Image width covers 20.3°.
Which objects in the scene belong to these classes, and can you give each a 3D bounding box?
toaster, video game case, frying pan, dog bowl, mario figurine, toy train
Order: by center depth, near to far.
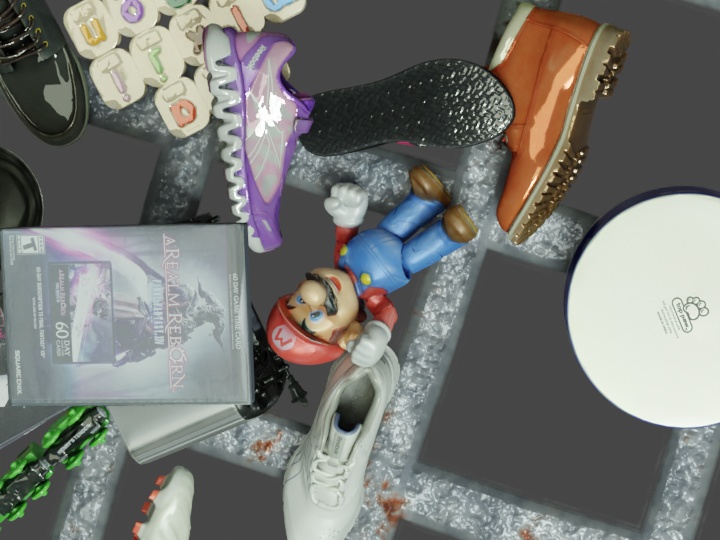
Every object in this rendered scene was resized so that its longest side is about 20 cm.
[{"bbox_3d":[-0.184,0.035,1.584,0.199,0.019,0.143,-1,96,11],"label":"video game case"},{"bbox_3d":[-0.148,0.060,1.681,0.118,0.181,0.200,-25,92,10],"label":"toaster"},{"bbox_3d":[0.270,0.030,1.685,0.199,0.079,0.201,1,96,5],"label":"dog bowl"},{"bbox_3d":[0.000,0.000,1.688,0.200,0.123,0.106,-42,116,2],"label":"mario figurine"},{"bbox_3d":[-0.359,-0.079,1.760,0.190,0.031,0.115,41,98,4],"label":"frying pan"},{"bbox_3d":[-0.298,0.184,1.768,0.200,0.056,0.042,-42,106,8],"label":"toy train"}]

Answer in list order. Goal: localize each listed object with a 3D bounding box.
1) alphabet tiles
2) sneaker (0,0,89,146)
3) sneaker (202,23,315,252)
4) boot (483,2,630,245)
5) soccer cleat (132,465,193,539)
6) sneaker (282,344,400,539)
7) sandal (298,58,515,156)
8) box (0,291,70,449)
[{"bbox_3d":[-0.152,-0.225,1.733,0.200,0.015,0.196,-28,92,8],"label":"alphabet tiles"},{"bbox_3d":[-0.297,-0.197,1.703,0.075,0.106,0.200,-22,93,7],"label":"sneaker"},{"bbox_3d":[-0.078,-0.114,1.700,0.088,0.080,0.201,-9,105,-5],"label":"sneaker"},{"bbox_3d":[0.143,-0.126,1.693,0.107,0.075,0.200,24,99,17],"label":"boot"},{"bbox_3d":[-0.171,0.266,1.763,0.077,0.069,0.200,19,104,-2],"label":"soccer cleat"},{"bbox_3d":[-0.024,0.156,1.724,0.074,0.087,0.201,16,98,3],"label":"sneaker"},{"bbox_3d":[0.040,-0.137,1.703,0.200,0.045,0.075,-5,93,28],"label":"sandal"},{"bbox_3d":[-0.309,0.085,1.721,0.200,0.132,0.115,-28,95,9],"label":"box"}]
